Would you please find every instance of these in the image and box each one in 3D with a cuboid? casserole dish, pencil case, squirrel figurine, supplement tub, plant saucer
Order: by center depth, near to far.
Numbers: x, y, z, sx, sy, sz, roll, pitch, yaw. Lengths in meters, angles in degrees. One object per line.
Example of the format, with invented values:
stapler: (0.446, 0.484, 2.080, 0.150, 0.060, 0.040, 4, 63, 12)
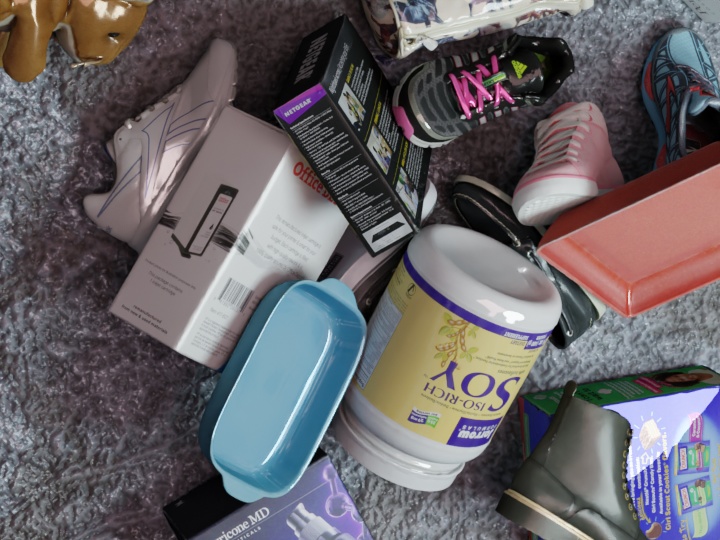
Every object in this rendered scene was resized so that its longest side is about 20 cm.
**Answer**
squirrel figurine: (-0.257, -0.251, 1.425, 0.186, 0.142, 0.200, 4, 99, -26)
casserole dish: (-0.069, 0.096, 1.491, 0.121, 0.039, 0.200, 35, 78, -45)
supplement tub: (0.071, 0.077, 1.555, 0.145, 0.145, 0.200, 18, 113, -20)
plant saucer: (0.277, -0.039, 1.557, 0.200, 0.037, 0.200, -26, 149, 23)
pencil case: (0.103, -0.241, 1.571, 0.200, 0.078, 0.090, -16, 60, -16)

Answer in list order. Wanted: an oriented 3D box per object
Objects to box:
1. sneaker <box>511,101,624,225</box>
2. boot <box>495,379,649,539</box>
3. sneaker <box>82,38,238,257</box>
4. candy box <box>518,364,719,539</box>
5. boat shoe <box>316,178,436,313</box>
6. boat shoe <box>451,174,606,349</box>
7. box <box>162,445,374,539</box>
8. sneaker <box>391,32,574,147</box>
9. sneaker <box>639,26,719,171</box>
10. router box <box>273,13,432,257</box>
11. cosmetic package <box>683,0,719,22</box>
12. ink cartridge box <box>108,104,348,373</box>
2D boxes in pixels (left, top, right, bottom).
sneaker: (0.176, -0.098, 1.580, 0.075, 0.200, 0.105, -20, 82, 25)
boot: (0.239, 0.202, 1.611, 0.200, 0.077, 0.138, 28, 87, -18)
sneaker: (-0.165, -0.112, 1.510, 0.087, 0.075, 0.200, 28, 84, -6)
candy box: (0.258, 0.192, 1.694, 0.200, 0.077, 0.169, -8, 102, -18)
boat shoe: (0.000, 0.000, 1.589, 0.200, 0.069, 0.057, -47, 128, -5)
boat shoe: (0.142, -0.003, 1.627, 0.199, 0.074, 0.066, 47, 70, -28)
box: (-0.061, 0.267, 1.582, 0.148, 0.104, 0.200, -32, 107, -11)
sneaker: (0.113, -0.165, 1.552, 0.200, 0.087, 0.074, -22, 91, -40)
sneaker: (0.313, -0.143, 1.623, 0.079, 0.096, 0.200, 5, 65, -15)
router box: (-0.002, -0.118, 1.496, 0.051, 0.200, 0.149, -29, 108, 17)
cosmetic package: (0.352, -0.332, 1.582, 0.165, 0.200, 0.165, 41, 84, -20)
ink cartridge box: (-0.101, -0.018, 1.502, 0.200, 0.084, 0.146, -61, 151, -3)
